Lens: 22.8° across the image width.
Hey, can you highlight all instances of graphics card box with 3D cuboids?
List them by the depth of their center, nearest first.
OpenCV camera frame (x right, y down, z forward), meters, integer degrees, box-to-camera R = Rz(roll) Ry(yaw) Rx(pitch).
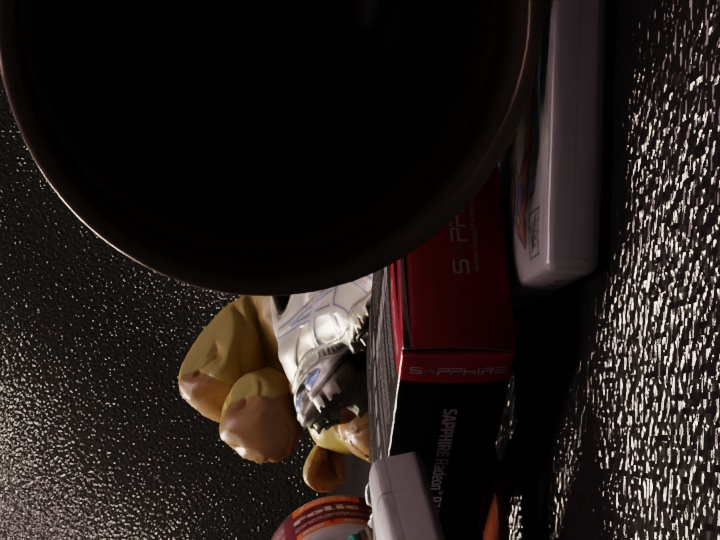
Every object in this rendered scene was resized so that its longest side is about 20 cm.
[{"bbox_3d":[0.031,0.036,0.791,0.201,0.050,0.127,96,173,-55],"label":"graphics card box"}]

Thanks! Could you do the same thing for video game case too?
[{"bbox_3d":[0.074,-0.091,0.732,0.182,0.023,0.202,121,151,-84],"label":"video game case"}]

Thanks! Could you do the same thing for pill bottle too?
[{"bbox_3d":[-0.012,0.218,1.233,0.200,0.113,0.116,-165,78,-86],"label":"pill bottle"}]

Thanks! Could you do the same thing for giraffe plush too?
[{"bbox_3d":[-0.019,0.074,1.237,0.163,0.172,0.201,52,-173,-35],"label":"giraffe plush"}]

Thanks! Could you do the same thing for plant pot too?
[{"bbox_3d":[-0.047,-0.111,0.701,0.174,0.198,0.202,-130,41,-70],"label":"plant pot"}]

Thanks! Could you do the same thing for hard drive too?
[{"bbox_3d":[0.038,0.190,0.705,0.201,0.026,0.133,-106,7,-47],"label":"hard drive"}]

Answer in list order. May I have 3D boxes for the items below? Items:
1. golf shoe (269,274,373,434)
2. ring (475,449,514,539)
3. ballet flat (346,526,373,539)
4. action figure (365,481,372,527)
[{"bbox_3d":[0.000,0.000,0.947,0.098,0.078,0.200,60,139,21],"label":"golf shoe"},{"bbox_3d":[0.059,0.178,0.834,0.200,0.019,0.203,-178,90,-86],"label":"ring"},{"bbox_3d":[0.017,0.218,0.844,0.070,0.069,0.202,97,178,-55],"label":"ballet flat"},{"bbox_3d":[0.016,0.160,1.012,0.130,0.069,0.201,-45,-20,-46],"label":"action figure"}]
